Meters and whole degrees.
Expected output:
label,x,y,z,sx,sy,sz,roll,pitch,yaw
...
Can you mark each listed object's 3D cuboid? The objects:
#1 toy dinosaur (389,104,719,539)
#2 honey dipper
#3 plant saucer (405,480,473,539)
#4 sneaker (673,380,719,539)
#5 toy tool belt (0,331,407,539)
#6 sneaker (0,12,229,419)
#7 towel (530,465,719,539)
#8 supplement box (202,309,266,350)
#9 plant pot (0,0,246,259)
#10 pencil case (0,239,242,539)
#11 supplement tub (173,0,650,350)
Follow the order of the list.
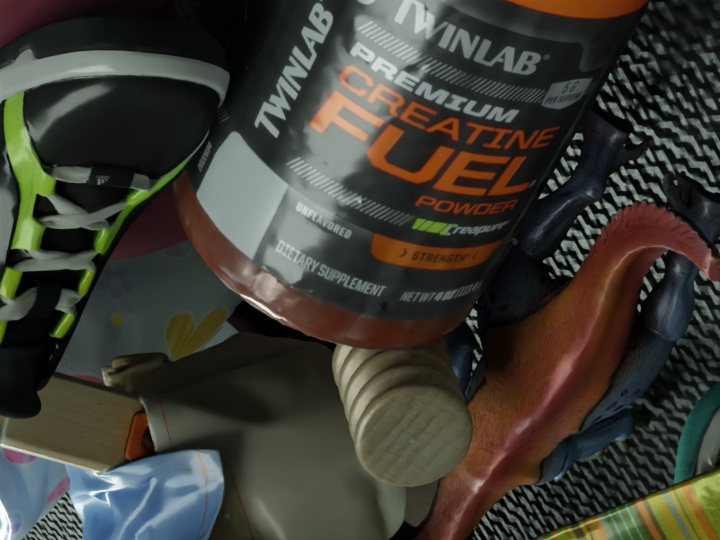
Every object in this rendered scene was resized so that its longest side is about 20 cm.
label,x,y,z,sx,sy,sz,roll,pitch,yaw
toy dinosaur,0.041,0.033,0.778,0.105,0.200,0.182,34,103,8
honey dipper,0.000,0.000,0.807,0.200,0.038,0.038,-108,-1,-58
plant saucer,-0.012,0.152,0.959,0.032,0.201,0.200,27,155,-22
sneaker,0.121,0.111,0.846,0.080,0.077,0.201,36,147,34
toy tool belt,-0.056,0.123,0.793,0.125,0.122,0.202,-2,96,56
sneaker,-0.096,0.001,0.712,0.200,0.071,0.083,-41,56,44
towel,0.144,0.091,0.750,0.199,0.018,0.086,-24,110,24
supplement box,-0.118,0.020,0.993,0.200,0.086,0.110,41,170,12
plant pot,-0.102,-0.106,0.788,0.199,0.200,0.179,23,156,34
pencil case,-0.100,0.008,0.882,0.090,0.200,0.083,36,151,15
supplement tub,0.025,-0.080,0.694,0.107,0.107,0.201,38,126,15
